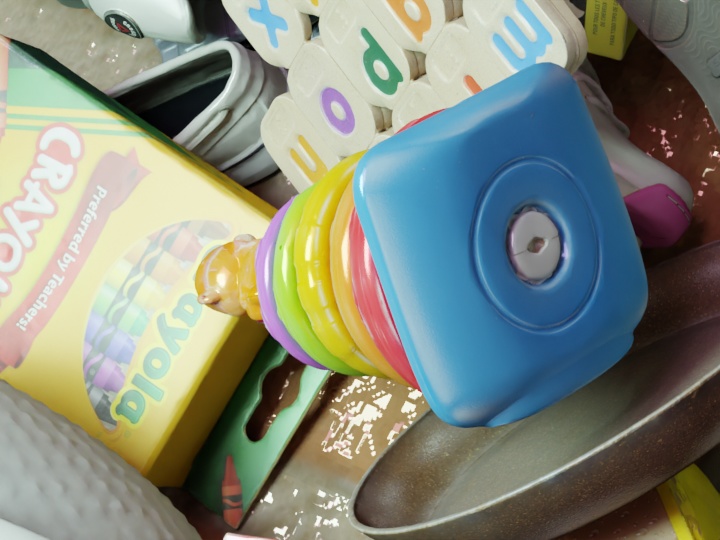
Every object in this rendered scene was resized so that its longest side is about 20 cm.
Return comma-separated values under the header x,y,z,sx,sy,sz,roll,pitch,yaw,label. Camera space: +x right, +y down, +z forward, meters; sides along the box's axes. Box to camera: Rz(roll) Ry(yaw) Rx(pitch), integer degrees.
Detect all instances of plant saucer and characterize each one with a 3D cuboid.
x,y,z,sx,sy,sz,roll,pitch,yaw,label
0.087,0.049,0.914,0.199,0.032,0.200,-30,9,5,plant saucer

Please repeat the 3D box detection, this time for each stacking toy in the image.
x,y,z,sx,sy,sz,roll,pitch,yaw,label
0.000,0.000,0.939,0.199,0.116,0.110,-7,107,51,stacking toy

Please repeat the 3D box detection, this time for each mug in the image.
x,y,z,sx,sy,sz,roll,pitch,yaw,label
-0.134,0.123,0.965,0.200,0.175,0.148,-15,47,65,mug

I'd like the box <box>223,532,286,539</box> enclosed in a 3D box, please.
x,y,z,sx,sy,sz,roll,pitch,yaw,label
-0.004,0.196,0.814,0.094,0.103,0.202,5,79,24,box

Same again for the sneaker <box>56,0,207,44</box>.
x,y,z,sx,sy,sz,roll,pitch,yaw,label
-0.050,-0.187,1.126,0.088,0.074,0.201,27,82,21,sneaker

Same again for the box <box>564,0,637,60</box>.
x,y,z,sx,sy,sz,roll,pitch,yaw,label
0.025,-0.150,1.027,0.199,0.050,0.076,15,50,13,box

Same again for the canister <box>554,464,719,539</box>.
x,y,z,sx,sy,sz,roll,pitch,yaw,label
0.058,0.169,0.906,0.199,0.086,0.149,-32,54,14,canister

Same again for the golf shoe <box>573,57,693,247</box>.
x,y,z,sx,sy,sz,roll,pitch,yaw,label
0.068,-0.078,1.030,0.199,0.075,0.092,32,83,38,golf shoe

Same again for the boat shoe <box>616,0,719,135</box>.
x,y,z,sx,sy,sz,roll,pitch,yaw,label
0.147,-0.112,0.953,0.076,0.072,0.201,-29,88,42,boat shoe

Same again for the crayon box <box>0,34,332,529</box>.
x,y,z,sx,sy,sz,roll,pitch,yaw,label
-0.105,0.004,1.068,0.199,0.051,0.128,33,96,19,crayon box

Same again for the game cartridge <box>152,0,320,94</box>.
x,y,z,sx,sy,sz,roll,pitch,yaw,label
-0.011,-0.175,1.152,0.199,0.041,0.134,-22,61,22,game cartridge

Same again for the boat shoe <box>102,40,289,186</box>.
x,y,z,sx,sy,sz,roll,pitch,yaw,label
-0.121,-0.046,1.139,0.199,0.066,0.072,-21,58,23,boat shoe

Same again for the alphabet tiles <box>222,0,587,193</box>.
x,y,z,sx,sy,sz,roll,pitch,yaw,label
0.020,-0.071,0.988,0.015,0.200,0.196,-30,75,-33,alphabet tiles
